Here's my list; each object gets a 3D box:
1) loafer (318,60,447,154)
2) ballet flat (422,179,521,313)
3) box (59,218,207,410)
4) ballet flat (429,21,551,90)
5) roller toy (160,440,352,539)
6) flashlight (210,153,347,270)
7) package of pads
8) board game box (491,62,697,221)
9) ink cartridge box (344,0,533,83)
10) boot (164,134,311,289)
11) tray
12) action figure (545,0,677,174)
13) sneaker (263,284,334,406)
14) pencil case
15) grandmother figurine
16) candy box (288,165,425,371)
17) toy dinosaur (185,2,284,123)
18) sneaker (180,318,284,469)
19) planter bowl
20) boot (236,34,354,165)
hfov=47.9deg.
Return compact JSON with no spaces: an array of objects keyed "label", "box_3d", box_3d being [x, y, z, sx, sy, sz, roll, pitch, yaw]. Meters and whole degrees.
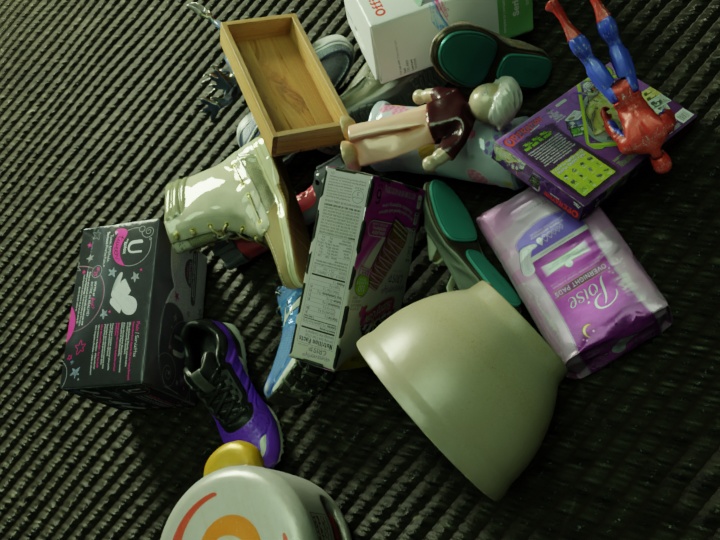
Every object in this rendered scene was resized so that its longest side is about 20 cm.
[{"label":"loafer","box_3d":[0.019,-0.218,1.019,0.199,0.075,0.070,-31,55,-1]},{"label":"ballet flat","box_3d":[0.107,-0.013,0.902,0.064,0.067,0.201,-50,52,33]},{"label":"box","box_3d":[-0.269,0.059,0.995,0.113,0.132,0.202,-5,68,18]},{"label":"ballet flat","box_3d":[0.134,-0.243,0.917,0.067,0.199,0.069,46,119,38]},{"label":"roller toy","box_3d":[-0.107,0.295,0.827,0.181,0.140,0.202,20,79,28]},{"label":"flashlight","box_3d":[-0.095,-0.076,1.010,0.199,0.068,0.068,-31,58,11]},{"label":"package of pads","box_3d":[0.217,-0.002,0.841,0.120,0.076,0.201,-32,61,12]},{"label":"board game box","box_3d":[0.248,-0.141,0.855,0.199,0.032,0.120,-35,65,-25]},{"label":"ink cartridge box","box_3d":[0.088,-0.328,0.977,0.198,0.084,0.146,-20,51,-2]},{"label":"boot","box_3d":[-0.145,-0.046,0.948,0.153,0.072,0.202,-23,66,8]},{"label":"tray","box_3d":[-0.092,-0.226,0.973,0.098,0.037,0.201,-13,59,-20]},{"label":"action figure","box_3d":[0.262,-0.189,0.819,0.065,0.099,0.202,-28,89,22]},{"label":"sneaker","box_3d":[-0.062,0.062,0.945,0.088,0.079,0.201,13,67,34]},{"label":"pencil case","box_3d":[0.103,-0.146,0.942,0.198,0.090,0.084,12,98,28]},{"label":"grandmother figurine","box_3d":[0.077,-0.157,0.869,0.198,0.061,0.123,-16,61,17]},{"label":"candy box","box_3d":[0.000,0.000,0.868,0.060,0.136,0.202,14,96,27]},{"label":"toy dinosaur","box_3d":[-0.153,-0.274,1.092,0.198,0.106,0.182,25,49,8]},{"label":"sneaker","box_3d":[-0.160,0.141,0.931,0.069,0.099,0.201,-33,64,8]},{"label":"planter bowl","box_3d":[0.110,0.096,0.775,0.135,0.200,0.200,-44,60,2]},{"label":"boot","box_3d":[-0.072,-0.207,1.041,0.200,0.073,0.091,-45,42,12]}]
